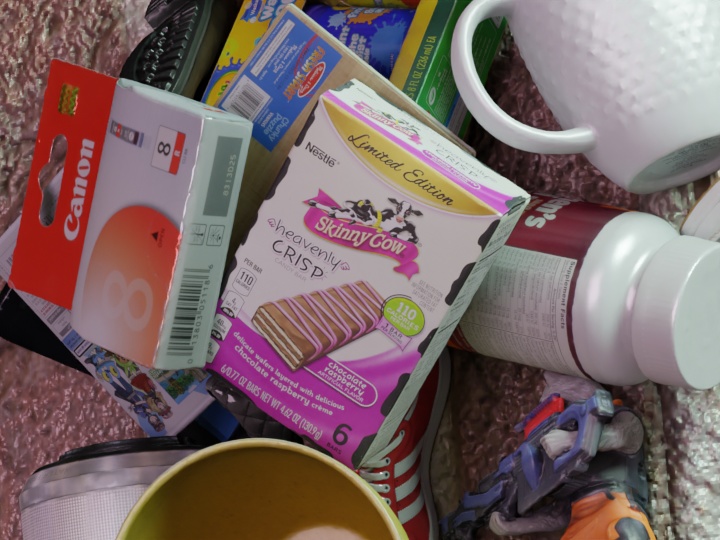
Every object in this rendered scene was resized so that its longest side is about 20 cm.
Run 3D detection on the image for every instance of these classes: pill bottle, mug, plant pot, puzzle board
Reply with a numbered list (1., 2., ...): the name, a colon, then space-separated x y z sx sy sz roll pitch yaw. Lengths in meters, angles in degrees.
1. pill bottle: 0.138 0.012 1.649 0.200 0.109 0.110 12 89 38
2. mug: 0.151 -0.138 1.631 0.199 0.148 0.176 -15 73 -19
3. plant pot: -0.042 0.209 1.644 0.199 0.142 0.201 -2 83 18
4. puzzle board: -0.041 -0.047 1.658 0.151 0.017 0.200 40 114 5

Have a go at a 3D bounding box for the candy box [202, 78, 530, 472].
1. candy box: -0.004 0.004 1.615 0.136 0.061 0.200 33 113 11

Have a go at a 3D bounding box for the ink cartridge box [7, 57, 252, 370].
1. ink cartridge box: -0.162 -0.041 1.660 0.200 0.050 0.163 20 102 40

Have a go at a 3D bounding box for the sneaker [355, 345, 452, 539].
1. sneaker: 0.005 0.131 1.719 0.071 0.112 0.201 3 84 27

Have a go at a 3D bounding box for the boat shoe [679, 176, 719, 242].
1. boat shoe: 0.284 -0.059 1.605 0.200 0.071 0.069 -39 78 29

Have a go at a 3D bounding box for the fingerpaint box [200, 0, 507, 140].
1. fingerpaint box: -0.003 -0.142 1.745 0.166 0.073 0.200 6 61 32

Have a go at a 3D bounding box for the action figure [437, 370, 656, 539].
1. action figure: 0.138 0.160 1.670 0.200 0.104 0.194 -36 56 54

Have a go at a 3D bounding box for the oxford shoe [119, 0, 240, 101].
1. oxford shoe: -0.109 -0.140 1.797 0.073 0.200 0.084 -30 111 26

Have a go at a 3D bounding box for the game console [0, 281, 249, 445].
1. game console: -0.129 0.008 1.821 0.200 0.176 0.116 -58 32 10

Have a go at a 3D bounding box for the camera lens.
1. camera lens: -0.143 0.219 1.769 0.160 0.160 0.201 -14 76 29

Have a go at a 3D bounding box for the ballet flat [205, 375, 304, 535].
1. ballet flat: -0.058 0.142 1.744 0.066 0.057 0.201 -136 29 -62

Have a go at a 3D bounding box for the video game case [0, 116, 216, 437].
1. video game case: -0.138 0.001 1.750 0.182 0.022 0.200 47 128 0
